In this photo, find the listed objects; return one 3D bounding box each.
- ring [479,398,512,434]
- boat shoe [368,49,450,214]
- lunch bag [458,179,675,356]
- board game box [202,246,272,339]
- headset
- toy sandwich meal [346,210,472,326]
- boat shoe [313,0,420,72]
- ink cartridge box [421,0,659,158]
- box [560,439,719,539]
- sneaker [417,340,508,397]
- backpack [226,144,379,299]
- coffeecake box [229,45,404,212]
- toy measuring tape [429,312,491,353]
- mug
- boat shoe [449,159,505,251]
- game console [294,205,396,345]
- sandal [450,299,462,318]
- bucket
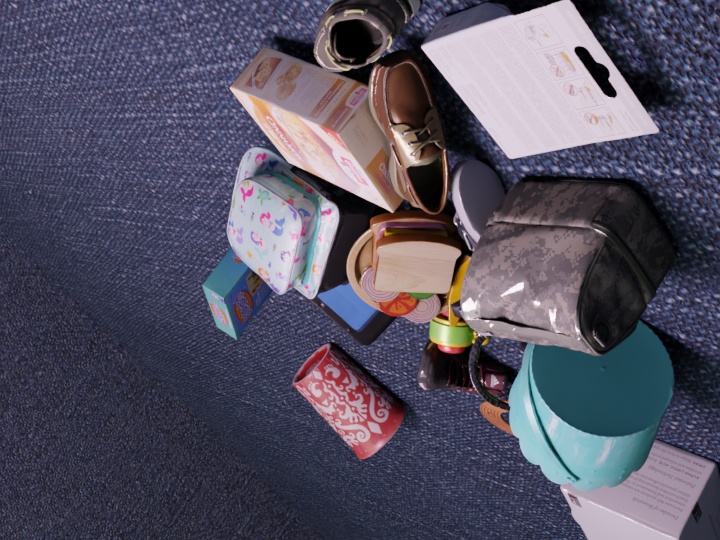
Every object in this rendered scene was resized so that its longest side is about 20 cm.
[{"bbox_3d":[0.285,0.242,1.770,0.198,0.019,0.201,19,159,8],"label":"ring"},{"bbox_3d":[0.064,-0.146,1.230,0.074,0.075,0.201,53,167,45],"label":"boat shoe"},{"bbox_3d":[0.216,0.005,1.224,0.199,0.168,0.140,9,147,50],"label":"lunch bag"},{"bbox_3d":[-0.159,-0.010,1.732,0.045,0.201,0.153,29,157,15],"label":"board game box"},{"bbox_3d":[0.248,0.139,1.551,0.197,0.125,0.094,15,-179,7],"label":"headset"},{"bbox_3d":[0.074,0.005,1.474,0.202,0.071,0.207,0,134,0],"label":"toy sandwich meal"},{"bbox_3d":[-0.008,-0.250,1.189,0.072,0.061,0.201,41,158,-14],"label":"boat shoe"},{"bbox_3d":[0.175,-0.188,1.070,0.199,0.057,0.163,-9,131,51],"label":"ink cartridge box"},{"bbox_3d":[0.429,0.352,1.668,0.199,0.131,0.200,19,153,38],"label":"box"},{"bbox_3d":[0.166,0.155,1.719,0.114,0.077,0.200,11,179,23],"label":"sneaker"},{"bbox_3d":[-0.095,-0.076,1.522,0.200,0.149,0.179,45,134,32],"label":"backpack"},{"bbox_3d":[-0.038,-0.170,1.338,0.199,0.073,0.154,28,164,40],"label":"coffeecake box"},{"bbox_3d":[0.108,0.077,1.674,0.199,0.074,0.074,17,152,41],"label":"toy measuring tape"},{"bbox_3d":[-0.036,0.252,2.192,0.200,0.134,0.177,44,156,-12],"label":"mug"},{"bbox_3d":[0.144,-0.061,1.346,0.067,0.072,0.200,14,157,41],"label":"boat shoe"},{"bbox_3d":[0.000,0.000,1.623,0.200,0.117,0.176,41,159,-13],"label":"game console"},{"bbox_3d":[0.167,0.042,1.429,0.043,0.076,0.200,64,-164,6],"label":"sandal"},{"bbox_3d":[0.285,0.153,1.393,0.206,0.208,0.135,30,151,16],"label":"bucket"}]
